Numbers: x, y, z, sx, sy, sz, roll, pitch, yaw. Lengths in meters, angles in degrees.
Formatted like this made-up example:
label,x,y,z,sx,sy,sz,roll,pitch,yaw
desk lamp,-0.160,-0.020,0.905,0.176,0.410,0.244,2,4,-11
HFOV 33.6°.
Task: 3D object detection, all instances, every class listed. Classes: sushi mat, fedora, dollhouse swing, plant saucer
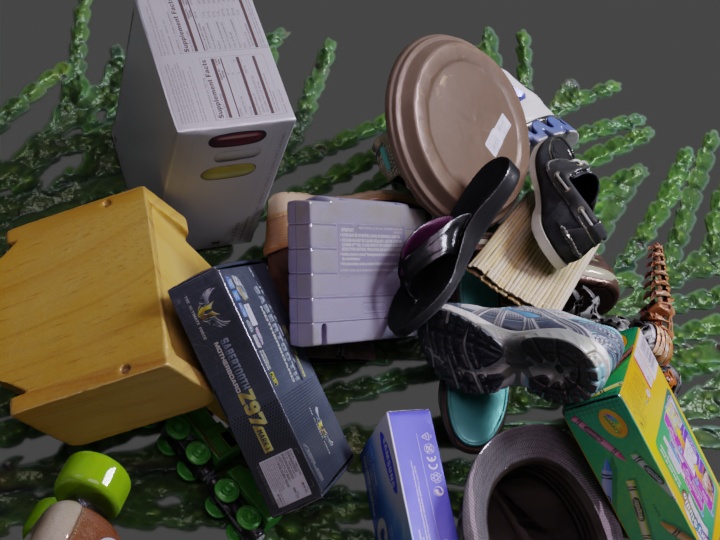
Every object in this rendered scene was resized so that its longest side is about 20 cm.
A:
label,x,y,z,sx,sy,sz,roll,pitch,yaw
sushi mat,0.177,-0.018,1.178,0.095,0.012,0.200,33,34,8
fedora,0.141,0.242,1.031,0.176,0.090,0.201,-14,78,-38
dollhouse swing,-0.193,0.066,1.031,0.181,0.176,0.201,-18,50,1
plant saucer,0.104,-0.139,1.181,0.199,0.029,0.201,13,71,-42

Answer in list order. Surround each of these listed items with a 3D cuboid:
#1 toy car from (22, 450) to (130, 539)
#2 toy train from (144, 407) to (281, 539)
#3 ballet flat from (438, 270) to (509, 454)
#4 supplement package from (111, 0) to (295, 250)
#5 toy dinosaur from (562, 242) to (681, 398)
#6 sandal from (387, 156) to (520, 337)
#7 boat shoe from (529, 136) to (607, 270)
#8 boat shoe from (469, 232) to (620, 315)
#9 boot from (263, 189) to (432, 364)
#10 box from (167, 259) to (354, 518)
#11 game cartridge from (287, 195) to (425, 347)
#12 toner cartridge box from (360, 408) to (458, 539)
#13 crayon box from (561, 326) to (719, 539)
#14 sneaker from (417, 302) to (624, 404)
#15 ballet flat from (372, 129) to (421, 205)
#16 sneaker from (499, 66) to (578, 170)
label,x,y,z,sx,sy,sz,roll,pitch,yaw
toy car,-0.179,0.268,0.898,0.199,0.158,0.165,32,43,-10
toy train,-0.139,0.152,1.042,0.056,0.042,0.200,-27,70,-41
ballet flat,0.107,0.092,1.141,0.068,0.068,0.201,13,57,-8
supplement package,-0.154,-0.135,1.118,0.110,0.200,0.156,-9,62,-23
toy dinosaur,0.258,0.076,1.179,0.135,0.102,0.201,19,63,-7
sandal,0.073,-0.029,1.094,0.048,0.075,0.201,40,71,-22
boat shoe,0.212,-0.078,1.196,0.072,0.067,0.200,45,27,-22
boat shoe,0.166,-0.007,1.231,0.201,0.075,0.075,16,41,-16
boot,-0.003,0.008,1.173,0.199,0.072,0.167,-1,76,-34
box,-0.078,0.091,0.999,0.051,0.158,0.201,-25,88,8
game cartridge,0.000,0.000,1.090,0.200,0.038,0.130,1,84,-57
toner cartridge box,0.047,0.230,1.019,0.043,0.095,0.201,-1,59,-18
crayon box,0.258,0.167,1.073,0.201,0.058,0.119,61,30,-15
sneaker,0.141,0.067,1.064,0.199,0.078,0.086,13,26,38
ballet flat,0.091,-0.082,1.213,0.199,0.068,0.076,18,50,-41
sneaker,0.132,-0.160,1.312,0.199,0.081,0.115,-13,59,-31
